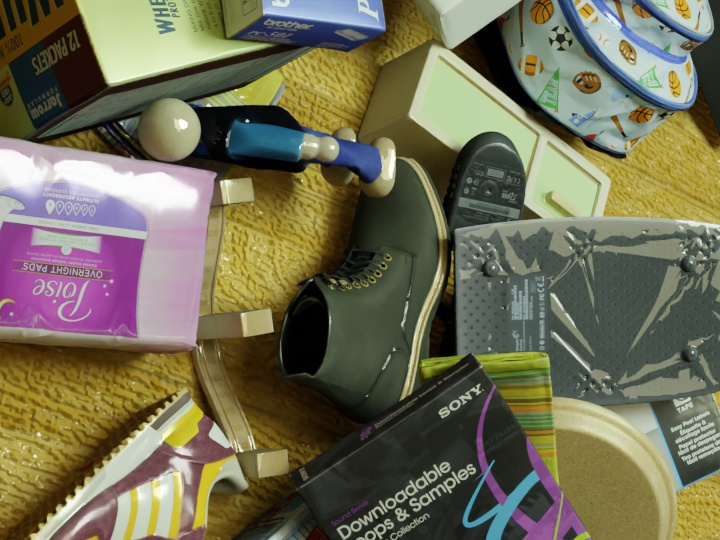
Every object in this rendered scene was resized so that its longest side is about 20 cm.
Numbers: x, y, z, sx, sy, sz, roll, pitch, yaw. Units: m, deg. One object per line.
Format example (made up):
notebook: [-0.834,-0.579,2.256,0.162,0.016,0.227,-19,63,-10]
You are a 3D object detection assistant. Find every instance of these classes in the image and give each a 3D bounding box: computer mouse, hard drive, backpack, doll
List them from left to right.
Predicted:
doll: [-0.062,-0.085,1.080,0.199,0.136,0.049,7,98,-46]
computer mouse: [0.074,-0.005,1.214,0.058,0.034,0.201,14,96,-22]
hard drive: [0.161,0.029,1.189,0.199,0.042,0.136,-2,91,-9]
backpack: [0.191,-0.195,1.310,0.199,0.154,0.191,16,55,-34]

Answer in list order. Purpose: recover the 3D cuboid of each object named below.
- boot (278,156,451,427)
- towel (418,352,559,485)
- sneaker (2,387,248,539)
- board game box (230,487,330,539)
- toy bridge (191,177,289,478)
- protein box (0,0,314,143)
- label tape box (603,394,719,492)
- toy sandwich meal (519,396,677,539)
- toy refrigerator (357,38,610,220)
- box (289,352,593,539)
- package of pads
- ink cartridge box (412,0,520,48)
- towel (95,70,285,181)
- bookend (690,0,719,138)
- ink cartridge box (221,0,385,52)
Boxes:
boot: [0.000,0.000,1.130,0.138,0.077,0.201,32,54,-57]
towel: [0.090,0.150,1.094,0.018,0.086,0.201,-73,157,-69]
sneaker: [-0.144,0.159,0.998,0.090,0.075,0.200,51,52,-8]
board game box: [-0.017,0.223,1.091,0.200,0.062,0.200,49,53,-17]
toy bridge: [-0.087,0.035,1.083,0.027,0.067,0.201,-8,91,-39]
protein box: [-0.147,-0.206,1.037,0.200,0.135,0.199,-21,91,-41]
label tape box: [0.179,0.081,1.246,0.143,0.066,0.201,-23,97,-9]
toy sandwich meal: [0.119,0.159,1.150,0.205,0.205,0.070,47,18,-18]
toy refrigerator: [0.101,-0.086,1.273,0.200,0.070,0.076,35,57,-27]
box: [0.066,0.173,1.060,0.143,0.036,0.200,-34,104,-2]
package of pads: [-0.187,-0.014,1.004,0.199,0.076,0.121,7,86,-37]
ink cartridge box: [0.064,-0.291,1.215,0.146,0.084,0.200,-34,77,1]
towel: [-0.144,-0.151,1.125,0.200,0.023,0.144,47,54,-19]
bookend: [0.344,-0.258,1.498,0.199,0.092,0.200,60,28,-34]
ink cartridge box: [-0.045,-0.239,1.011,0.094,0.044,0.201,0,77,-38]
